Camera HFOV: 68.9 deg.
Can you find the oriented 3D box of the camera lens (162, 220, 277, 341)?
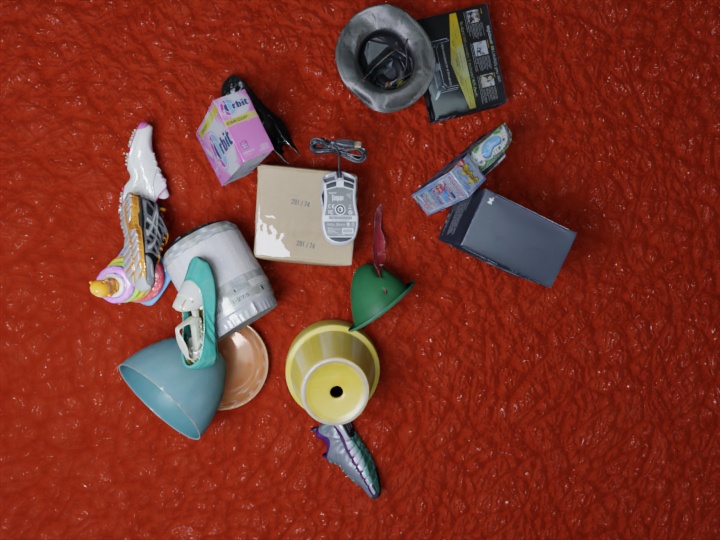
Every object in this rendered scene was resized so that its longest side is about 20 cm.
[{"bbox_3d":[-0.272,0.017,1.018,0.159,0.160,0.201,-31,88,-1],"label":"camera lens"}]

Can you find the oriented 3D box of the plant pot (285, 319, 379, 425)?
[{"bbox_3d":[-0.054,0.214,1.055,0.199,0.189,0.203,-1,97,-5],"label":"plant pot"}]

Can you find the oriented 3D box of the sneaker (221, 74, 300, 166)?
[{"bbox_3d":[-0.200,-0.301,1.047,0.060,0.104,0.200,-43,61,11],"label":"sneaker"}]

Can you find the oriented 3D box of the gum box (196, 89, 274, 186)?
[{"bbox_3d":[-0.243,-0.242,0.990,0.066,0.200,0.114,-30,98,-25],"label":"gum box"}]

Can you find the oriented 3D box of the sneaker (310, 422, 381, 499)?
[{"bbox_3d":[-0.029,0.412,1.146,0.087,0.074,0.201,-28,88,13],"label":"sneaker"}]

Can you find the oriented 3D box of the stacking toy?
[{"bbox_3d":[-0.450,0.022,0.991,0.116,0.200,0.110,37,98,-6],"label":"stacking toy"}]

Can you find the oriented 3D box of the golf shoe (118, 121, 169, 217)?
[{"bbox_3d":[-0.423,-0.190,1.046,0.091,0.075,0.202,9,102,-16],"label":"golf shoe"}]

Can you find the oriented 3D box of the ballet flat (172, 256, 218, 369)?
[{"bbox_3d":[-0.287,0.079,0.908,0.067,0.070,0.202,4,102,29],"label":"ballet flat"}]

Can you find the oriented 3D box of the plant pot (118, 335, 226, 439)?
[{"bbox_3d":[-0.338,0.204,1.010,0.200,0.200,0.135,46,54,-8],"label":"plant pot"}]

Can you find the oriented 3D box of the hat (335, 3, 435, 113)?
[{"bbox_3d":[0.050,-0.418,1.048,0.199,0.081,0.202,0,104,2],"label":"hat"}]

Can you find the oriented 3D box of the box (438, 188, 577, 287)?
[{"bbox_3d":[0.281,-0.068,1.047,0.195,0.200,0.118,24,94,-6],"label":"box"}]

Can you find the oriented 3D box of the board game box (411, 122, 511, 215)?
[{"bbox_3d":[0.208,-0.194,1.027,0.200,0.200,0.062,-40,97,1],"label":"board game box"}]

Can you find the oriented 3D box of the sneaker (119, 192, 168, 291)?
[{"bbox_3d":[-0.393,-0.055,0.973,0.077,0.078,0.201,9,57,-42],"label":"sneaker"}]

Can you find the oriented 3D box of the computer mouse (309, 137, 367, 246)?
[{"bbox_3d":[-0.043,-0.146,0.989,0.109,0.044,0.202,1,90,-9],"label":"computer mouse"}]

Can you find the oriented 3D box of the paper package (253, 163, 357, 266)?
[{"bbox_3d":[-0.111,-0.109,1.058,0.198,0.103,0.192,4,96,-6],"label":"paper package"}]

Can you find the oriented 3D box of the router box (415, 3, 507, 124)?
[{"bbox_3d":[0.199,-0.421,1.076,0.156,0.052,0.202,-14,97,-4],"label":"router box"}]

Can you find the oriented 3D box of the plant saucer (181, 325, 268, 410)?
[{"bbox_3d":[-0.293,0.193,1.109,0.198,0.037,0.202,0,97,-4],"label":"plant saucer"}]

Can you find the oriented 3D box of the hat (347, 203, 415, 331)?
[{"bbox_3d":[0.000,0.000,1.063,0.165,0.200,0.177,-35,92,26],"label":"hat"}]
